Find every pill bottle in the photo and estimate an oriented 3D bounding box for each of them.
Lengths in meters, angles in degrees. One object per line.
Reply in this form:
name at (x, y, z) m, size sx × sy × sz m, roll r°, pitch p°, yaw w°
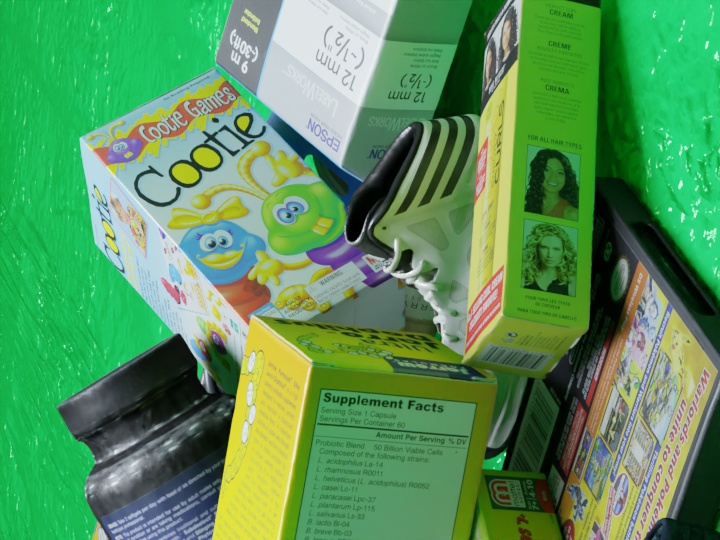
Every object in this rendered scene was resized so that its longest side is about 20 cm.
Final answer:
pill bottle at (-0.092, 0.144, 1.366) m, size 0.201 × 0.112 × 0.112 m, roll 60°, pitch 158°, yaw -3°

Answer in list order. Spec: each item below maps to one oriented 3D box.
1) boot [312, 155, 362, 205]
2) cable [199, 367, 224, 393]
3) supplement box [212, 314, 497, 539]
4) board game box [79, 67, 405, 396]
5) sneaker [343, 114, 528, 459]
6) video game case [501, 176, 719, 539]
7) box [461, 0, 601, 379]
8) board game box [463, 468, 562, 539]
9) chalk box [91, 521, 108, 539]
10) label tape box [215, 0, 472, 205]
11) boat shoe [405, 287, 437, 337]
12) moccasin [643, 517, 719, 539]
boot at (0.020, -0.137, 1.463) m, size 0.201 × 0.072 × 0.156 m, roll -104°, pitch 26°, yaw -42°
cable at (-0.068, 0.047, 1.596) m, size 0.163 × 0.051 × 0.201 m, roll 90°, pitch -163°, yaw -58°
supplement box at (-0.011, 0.136, 1.247) m, size 0.109 × 0.108 × 0.201 m, roll -149°, pitch 68°, yaw -66°
board game box at (-0.071, -0.011, 1.417) m, size 0.200 × 0.103 × 0.105 m, roll 46°, pitch 155°, yaw 31°
sneaker at (0.040, 0.008, 1.328) m, size 0.076 × 0.115 × 0.202 m, roll -153°, pitch 65°, yaw -67°
video game case at (0.134, 0.083, 1.199) m, size 0.181 × 0.025 × 0.201 m, roll -118°, pitch 36°, yaw -54°
box at (0.091, -0.050, 1.228) m, size 0.075 × 0.050 × 0.201 m, roll 124°, pitch 153°, yaw -63°
board game box at (0.053, 0.209, 1.278) m, size 0.200 × 0.047 × 0.102 m, roll 118°, pitch 148°, yaw -43°
chalk box at (-0.125, 0.265, 1.748) m, size 0.125 × 0.123 × 0.201 m, roll 113°, pitch 151°, yaw -45°
label tape box at (-0.019, -0.125, 1.406) m, size 0.143 × 0.066 × 0.201 m, roll 41°, pitch 119°, yaw 41°
boat shoe at (0.000, 0.000, 1.498) m, size 0.200 × 0.074 × 0.067 m, roll -150°, pitch 69°, yaw -67°
moccasin at (0.107, 0.177, 1.121) m, size 0.200 × 0.068 × 0.081 m, roll -47°, pitch 18°, yaw 29°
